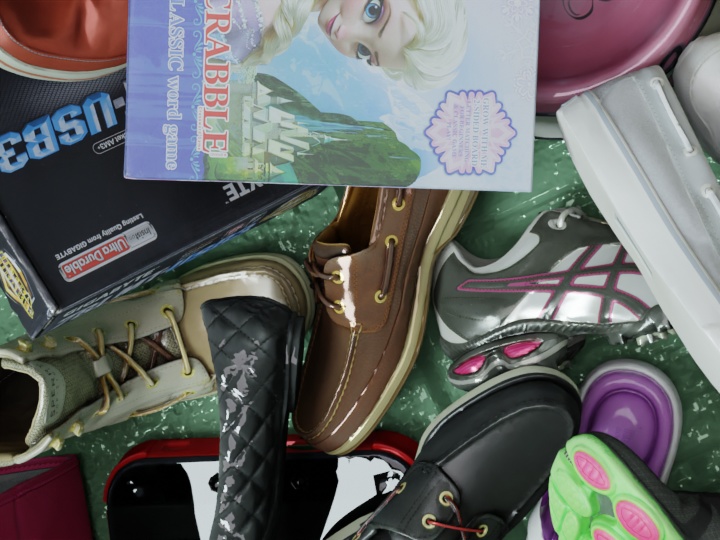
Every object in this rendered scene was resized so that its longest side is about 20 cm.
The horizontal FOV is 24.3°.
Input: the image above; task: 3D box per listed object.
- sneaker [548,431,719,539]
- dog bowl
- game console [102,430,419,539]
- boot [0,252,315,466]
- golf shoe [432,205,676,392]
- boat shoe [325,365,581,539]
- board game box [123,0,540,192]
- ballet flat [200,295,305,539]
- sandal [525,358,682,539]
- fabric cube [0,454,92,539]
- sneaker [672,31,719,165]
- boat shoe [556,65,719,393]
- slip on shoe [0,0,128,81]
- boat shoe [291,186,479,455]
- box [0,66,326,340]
[{"bbox_3d":[0.176,0.147,0.856,0.200,0.084,0.077,40,136,-11],"label":"sneaker"},{"bbox_3d":[0.101,-0.168,0.866,0.199,0.074,0.201,1,94,13],"label":"dog bowl"},{"bbox_3d":[-0.047,0.182,0.954,0.199,0.031,0.178,-4,99,15],"label":"game console"},{"bbox_3d":[-0.131,0.050,0.896,0.199,0.155,0.072,-20,90,16],"label":"boot"},{"bbox_3d":[0.130,0.001,0.870,0.199,0.077,0.089,-18,84,15],"label":"golf shoe"},{"bbox_3d":[0.042,0.133,0.866,0.074,0.063,0.201,39,108,-18],"label":"boat shoe"},{"bbox_3d":[-0.012,-0.140,0.807,0.198,0.041,0.201,1,95,-5],"label":"board game box"},{"bbox_3d":[-0.069,0.112,0.872,0.056,0.066,0.201,9,89,4],"label":"ballet flat"},{"bbox_3d":[0.123,0.148,0.894,0.082,0.050,0.204,7,96,14],"label":"sandal"},{"bbox_3d":[-0.258,0.227,0.920,0.195,0.200,0.200,-10,93,15],"label":"fabric cube"},{"bbox_3d":[0.242,-0.051,0.812,0.200,0.099,0.078,34,101,-1],"label":"sneaker"},{"bbox_3d":[0.169,-0.009,0.796,0.068,0.072,0.201,-30,67,1],"label":"boat shoe"},{"bbox_3d":[-0.105,-0.145,0.852,0.199,0.061,0.074,-14,78,-29],"label":"slip on shoe"},{"bbox_3d":[0.000,0.000,0.892,0.067,0.072,0.201,16,101,-30],"label":"boat shoe"},{"bbox_3d":[-0.136,-0.094,0.880,0.199,0.200,0.050,58,147,6],"label":"box"}]
